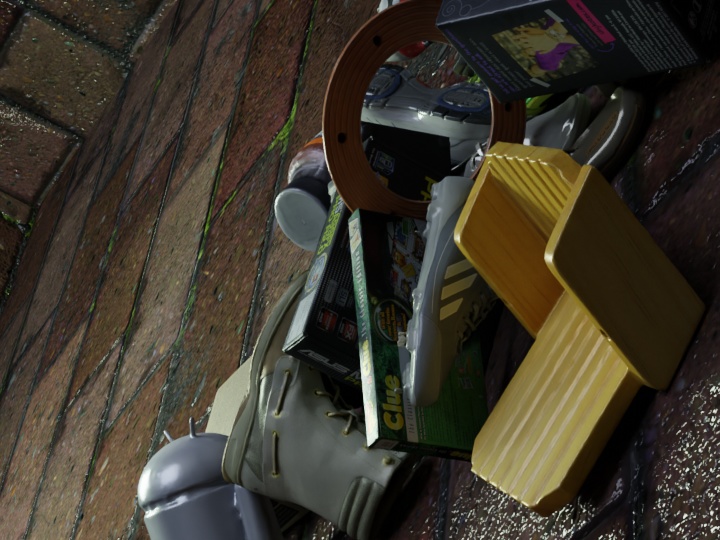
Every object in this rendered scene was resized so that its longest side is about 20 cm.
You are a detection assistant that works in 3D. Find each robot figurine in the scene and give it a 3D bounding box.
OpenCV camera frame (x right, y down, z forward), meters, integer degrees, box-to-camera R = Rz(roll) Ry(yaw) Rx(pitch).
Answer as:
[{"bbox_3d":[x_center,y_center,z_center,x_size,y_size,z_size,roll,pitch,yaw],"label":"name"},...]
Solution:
[{"bbox_3d":[-0.131,0.232,1.711,0.169,0.112,0.201,-25,83,48],"label":"robot figurine"}]

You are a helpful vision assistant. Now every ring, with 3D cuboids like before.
[{"bbox_3d":[0.052,-0.122,1.564,0.019,0.200,0.201,15,78,58],"label":"ring"}]

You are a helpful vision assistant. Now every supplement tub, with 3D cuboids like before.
[{"bbox_3d":[0.001,-0.099,1.844,0.200,0.107,0.107,-46,3,-40],"label":"supplement tub"}]

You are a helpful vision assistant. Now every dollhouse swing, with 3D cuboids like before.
[{"bbox_3d":[0.112,0.038,1.338,0.176,0.182,0.200,-43,16,-7],"label":"dollhouse swing"}]

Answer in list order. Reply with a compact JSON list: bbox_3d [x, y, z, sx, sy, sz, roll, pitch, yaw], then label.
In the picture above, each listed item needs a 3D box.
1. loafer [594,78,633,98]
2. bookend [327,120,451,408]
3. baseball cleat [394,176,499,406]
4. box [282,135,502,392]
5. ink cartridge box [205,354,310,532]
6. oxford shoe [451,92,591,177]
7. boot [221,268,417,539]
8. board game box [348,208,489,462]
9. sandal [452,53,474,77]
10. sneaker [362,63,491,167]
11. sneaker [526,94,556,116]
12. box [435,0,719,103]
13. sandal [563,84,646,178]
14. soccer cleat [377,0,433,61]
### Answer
[{"bbox_3d":[0.211,-0.223,1.612,0.063,0.072,0.201,-35,34,24],"label":"loafer"},{"bbox_3d":[0.000,0.000,1.721,0.199,0.092,0.202,-35,52,57],"label":"bookend"},{"bbox_3d":[0.088,0.015,1.464,0.070,0.106,0.201,95,-176,-63],"label":"baseball cleat"},{"bbox_3d":[0.039,0.011,1.583,0.044,0.160,0.201,-38,29,57],"label":"box"},{"bbox_3d":[-0.097,0.173,1.883,0.165,0.075,0.201,-42,26,46],"label":"ink cartridge box"},{"bbox_3d":[0.129,-0.095,1.656,0.200,0.058,0.076,-38,26,50],"label":"oxford shoe"},{"bbox_3d":[-0.020,0.114,1.592,0.072,0.154,0.201,-13,-56,-65],"label":"boot"},{"bbox_3d":[0.046,0.050,1.499,0.023,0.104,0.201,-42,44,48],"label":"board game box"},{"bbox_3d":[0.126,-0.218,1.842,0.201,0.057,0.080,-65,-10,-73],"label":"sandal"},{"bbox_3d":[0.050,-0.132,1.760,0.199,0.088,0.074,19,46,36],"label":"sneaker"},{"bbox_3d":[0.147,-0.209,1.730,0.074,0.083,0.201,-48,23,39],"label":"sneaker"},{"bbox_3d":[0.178,-0.222,1.501,0.199,0.106,0.123,-6,52,39],"label":"box"},{"bbox_3d":[0.157,-0.070,1.536,0.201,0.054,0.080,-57,17,17],"label":"sandal"},{"bbox_3d":[0.062,-0.263,1.833,0.085,0.069,0.200,-16,29,43],"label":"soccer cleat"}]
